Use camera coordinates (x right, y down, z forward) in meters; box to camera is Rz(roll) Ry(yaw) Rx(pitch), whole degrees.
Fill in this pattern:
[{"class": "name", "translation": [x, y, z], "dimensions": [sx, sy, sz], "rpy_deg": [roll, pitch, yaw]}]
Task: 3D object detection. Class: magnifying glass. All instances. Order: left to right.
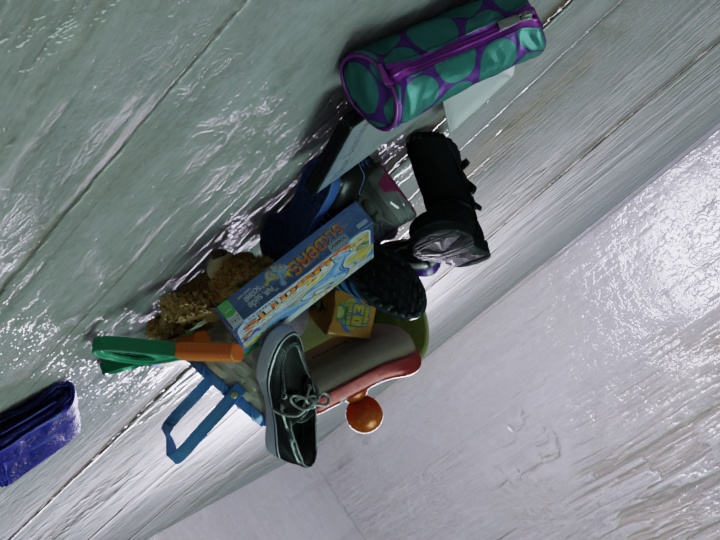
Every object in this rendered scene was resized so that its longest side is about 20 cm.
[{"class": "magnifying glass", "translation": [-0.254, 0.104, 1.442], "dimensions": [0.080, 0.022, 0.200], "rpy_deg": [-10, 172, -45]}, {"class": "magnifying glass", "translation": [-0.223, 0.094, 1.330], "dimensions": [0.200, 0.022, 0.080], "rpy_deg": [-3, 162, 29]}]

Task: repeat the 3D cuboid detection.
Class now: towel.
[{"class": "towel", "translation": [-0.429, 0.219, 1.504], "dimensions": [0.148, 0.050, 0.200], "rpy_deg": [-30, 168, -20]}]

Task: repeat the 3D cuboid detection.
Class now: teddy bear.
[{"class": "teddy bear", "translation": [-0.189, 0.029, 1.403], "dimensions": [0.145, 0.067, 0.200], "rpy_deg": [-18, 169, -27]}]

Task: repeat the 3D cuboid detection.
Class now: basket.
[{"class": "basket", "translation": [-0.179, 0.151, 1.482], "dimensions": [0.200, 0.139, 0.176], "rpy_deg": [-43, -165, -4]}]

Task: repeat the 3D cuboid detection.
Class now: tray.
[{"class": "tray", "translation": [0.132, -0.216, 1.321], "dimensions": [0.107, 0.022, 0.200], "rpy_deg": [-43, 173, 2]}]

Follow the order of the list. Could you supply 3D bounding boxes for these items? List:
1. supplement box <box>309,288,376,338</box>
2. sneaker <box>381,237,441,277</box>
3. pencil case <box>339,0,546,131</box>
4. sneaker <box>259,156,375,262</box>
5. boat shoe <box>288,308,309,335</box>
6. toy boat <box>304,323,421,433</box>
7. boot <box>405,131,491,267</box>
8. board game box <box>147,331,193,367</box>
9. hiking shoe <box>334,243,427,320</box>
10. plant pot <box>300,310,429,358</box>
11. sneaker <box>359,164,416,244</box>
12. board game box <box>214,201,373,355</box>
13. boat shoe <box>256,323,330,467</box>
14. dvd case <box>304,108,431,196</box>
[{"class": "supplement box", "translation": [-0.034, 0.040, 1.601], "dimensions": [0.069, 0.067, 0.200], "rpy_deg": [9, -171, -14]}, {"class": "sneaker", "translation": [0.059, 0.001, 1.539], "dimensions": [0.081, 0.084, 0.200], "rpy_deg": [-23, -174, -21]}, {"class": "pencil case", "translation": [0.081, -0.206, 1.102], "dimensions": [0.200, 0.085, 0.092], "rpy_deg": [-30, -176, -25]}, {"class": "sneaker", "translation": [-0.049, -0.066, 1.351], "dimensions": [0.078, 0.070, 0.200], "rpy_deg": [-17, 159, -37]}, {"class": "boat shoe", "translation": [-0.121, 0.078, 1.650], "dimensions": [0.200, 0.071, 0.064], "rpy_deg": [-57, -171, 45]}, {"class": "toy boat", "translation": [-0.008, 0.160, 1.566], "dimensions": [0.200, 0.131, 0.131], "rpy_deg": [-26, -164, -9]}, {"class": "boot", "translation": [0.096, -0.095, 1.425], "dimensions": [0.073, 0.163, 0.198], "rpy_deg": [-21, 164, 21]}, {"class": "board game box", "translation": [-0.195, 0.065, 1.592], "dimensions": [0.200, 0.029, 0.135], "rpy_deg": [-37, 170, 10]}, {"class": "hiking shoe", "translation": [0.000, 0.000, 1.469], "dimensions": [0.074, 0.200, 0.087], "rpy_deg": [-54, 169, -12]}, {"class": "plant pot", "translation": [-0.024, 0.085, 1.849], "dimensions": [0.190, 0.200, 0.200], "rpy_deg": [-25, 175, 28]}, {"class": "sneaker", "translation": [0.009, -0.066, 1.495], "dimensions": [0.088, 0.081, 0.200], "rpy_deg": [-33, 168, -18]}, {"class": "board game box", "translation": [-0.072, 0.012, 1.341], "dimensions": [0.200, 0.034, 0.135], "rpy_deg": [-38, 166, -9]}, {"class": "boat shoe", "translation": [-0.080, 0.158, 1.405], "dimensions": [0.074, 0.068, 0.200], "rpy_deg": [-30, 133, -44]}, {"class": "dvd case", "translation": [0.032, -0.167, 1.225], "dimensions": [0.200, 0.018, 0.143], "rpy_deg": [-38, 172, -29]}]
